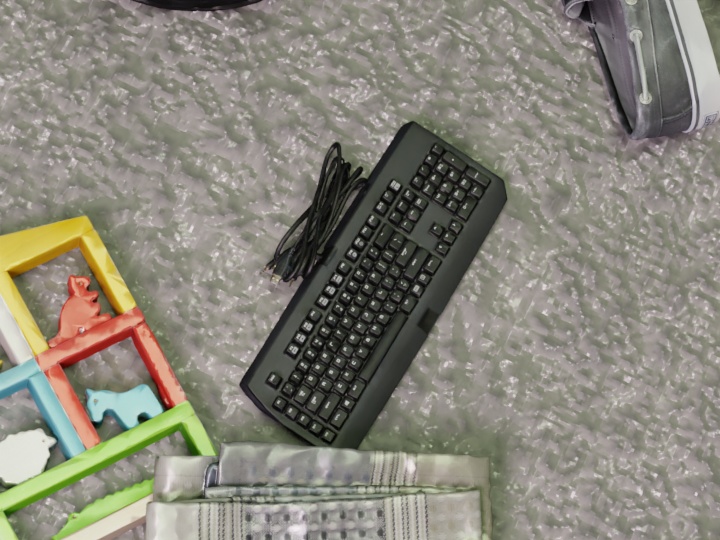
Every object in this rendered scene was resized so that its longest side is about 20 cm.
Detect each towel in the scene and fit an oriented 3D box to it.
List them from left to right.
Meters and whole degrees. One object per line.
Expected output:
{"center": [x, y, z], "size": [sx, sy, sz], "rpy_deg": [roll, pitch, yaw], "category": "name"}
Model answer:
{"center": [-0.019, 0.190, 1.415], "size": [0.192, 0.035, 0.200], "rpy_deg": [1, 77, -10], "category": "towel"}

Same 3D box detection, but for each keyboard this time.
{"center": [0.000, 0.000, 1.498], "size": [0.104, 0.040, 0.200], "rpy_deg": [30, 67, 1], "category": "keyboard"}

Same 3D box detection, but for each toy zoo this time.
{"center": [-0.176, 0.056, 1.455], "size": [0.131, 0.020, 0.200], "rpy_deg": [-25, 76, -18], "category": "toy zoo"}

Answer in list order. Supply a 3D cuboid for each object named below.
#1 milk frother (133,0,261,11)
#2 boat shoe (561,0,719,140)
{"center": [-0.100, -0.275, 1.487], "size": [0.180, 0.200, 0.188], "rpy_deg": [10, 67, -29], "category": "milk frother"}
{"center": [0.151, -0.172, 1.576], "size": [0.068, 0.072, 0.200], "rpy_deg": [-15, 80, -16], "category": "boat shoe"}
